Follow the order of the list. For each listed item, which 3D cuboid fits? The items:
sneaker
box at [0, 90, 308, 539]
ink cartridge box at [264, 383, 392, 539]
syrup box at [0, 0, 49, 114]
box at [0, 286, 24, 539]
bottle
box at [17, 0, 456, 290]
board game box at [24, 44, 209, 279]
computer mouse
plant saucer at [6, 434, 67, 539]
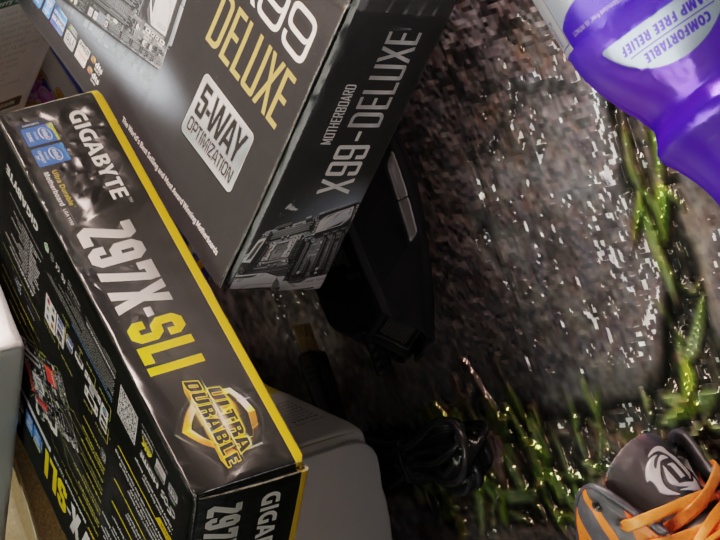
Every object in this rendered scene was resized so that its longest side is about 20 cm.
[{"bbox_3d":[0.134,0.099,0.922,0.112,0.078,0.200,57,145,13],"label":"sneaker"},{"bbox_3d":[-0.090,0.054,1.015,0.200,0.049,0.160,59,155,34],"label":"box"},{"bbox_3d":[-0.062,0.127,1.166,0.200,0.083,0.145,17,122,63],"label":"ink cartridge box"},{"bbox_3d":[-0.187,-0.114,1.152,0.079,0.081,0.200,52,139,19],"label":"syrup box"},{"bbox_3d":[-0.221,0.037,1.120,0.200,0.106,0.152,106,145,-54],"label":"box"},{"bbox_3d":[0.101,-0.095,0.855,0.084,0.065,0.200,-34,79,25],"label":"bottle"},{"bbox_3d":[-0.049,-0.113,1.004,0.200,0.050,0.158,53,129,39],"label":"box"},{"bbox_3d":[-0.142,-0.065,1.230,0.200,0.045,0.134,56,144,15],"label":"board game box"},{"bbox_3d":[0.000,0.000,1.085,0.200,0.046,0.140,66,158,2],"label":"computer mouse"},{"bbox_3d":[-0.159,0.109,1.220,0.200,0.035,0.200,163,90,-71],"label":"plant saucer"}]
